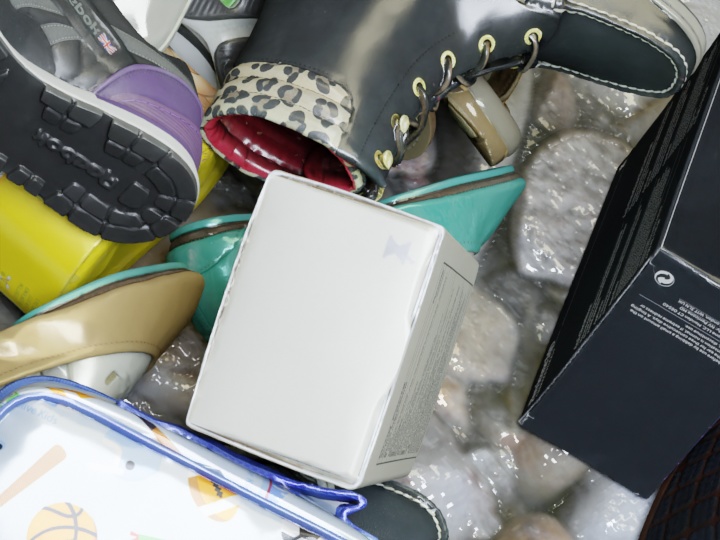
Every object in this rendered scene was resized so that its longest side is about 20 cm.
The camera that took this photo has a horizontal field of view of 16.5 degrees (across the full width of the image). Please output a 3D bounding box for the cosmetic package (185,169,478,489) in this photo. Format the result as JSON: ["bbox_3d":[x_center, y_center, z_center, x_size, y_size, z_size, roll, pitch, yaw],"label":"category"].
[{"bbox_3d":[-0.006,0.027,0.985,0.071,0.200,0.106,19,87,7],"label":"cosmetic package"}]

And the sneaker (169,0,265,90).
[{"bbox_3d":[-0.070,-0.123,1.187,0.076,0.115,0.201,-46,117,-9],"label":"sneaker"}]

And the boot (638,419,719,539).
[{"bbox_3d":[0.176,0.159,1.115,0.097,0.075,0.201,39,43,-21],"label":"boot"}]

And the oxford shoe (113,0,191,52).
[{"bbox_3d":[-0.090,-0.184,1.070,0.075,0.058,0.202,17,80,-15],"label":"oxford shoe"}]

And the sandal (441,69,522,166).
[{"bbox_3d":[0.054,-0.118,1.226,0.080,0.054,0.200,49,10,-28],"label":"sandal"}]

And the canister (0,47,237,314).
[{"bbox_3d":[-0.164,-0.085,1.096,0.200,0.087,0.149,41,47,5],"label":"canister"}]

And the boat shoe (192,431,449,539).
[{"bbox_3d":[-0.044,0.104,1.025,0.199,0.060,0.076,2,53,-28],"label":"boat shoe"}]

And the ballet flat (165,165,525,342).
[{"bbox_3d":[0.000,0.000,1.144,0.199,0.067,0.071,-12,85,-36],"label":"ballet flat"}]

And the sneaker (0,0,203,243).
[{"bbox_3d":[-0.147,-0.096,1.002,0.200,0.076,0.088,39,35,-28],"label":"sneaker"}]

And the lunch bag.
[{"bbox_3d":[-0.075,0.136,0.923,0.199,0.076,0.161,28,84,-9],"label":"lunch bag"}]

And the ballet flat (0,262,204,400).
[{"bbox_3d":[-0.144,0.052,1.015,0.199,0.069,0.063,-17,72,-28],"label":"ballet flat"}]

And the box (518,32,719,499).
[{"bbox_3d":[0.161,-0.013,1.183,0.079,0.141,0.201,32,45,-6],"label":"box"}]

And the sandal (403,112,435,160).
[{"bbox_3d":[-0.032,-0.145,1.227,0.211,0.078,0.070,36,47,10],"label":"sandal"}]

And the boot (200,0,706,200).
[{"bbox_3d":[0.040,-0.084,1.096,0.202,0.074,0.154,22,59,2],"label":"boot"}]
